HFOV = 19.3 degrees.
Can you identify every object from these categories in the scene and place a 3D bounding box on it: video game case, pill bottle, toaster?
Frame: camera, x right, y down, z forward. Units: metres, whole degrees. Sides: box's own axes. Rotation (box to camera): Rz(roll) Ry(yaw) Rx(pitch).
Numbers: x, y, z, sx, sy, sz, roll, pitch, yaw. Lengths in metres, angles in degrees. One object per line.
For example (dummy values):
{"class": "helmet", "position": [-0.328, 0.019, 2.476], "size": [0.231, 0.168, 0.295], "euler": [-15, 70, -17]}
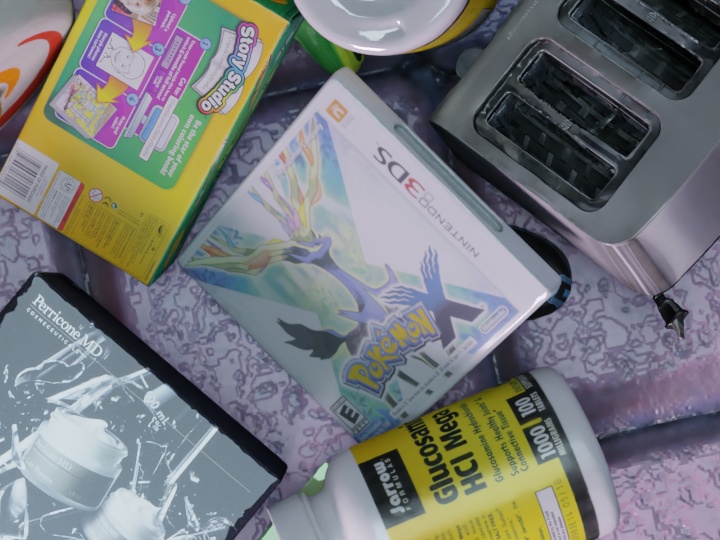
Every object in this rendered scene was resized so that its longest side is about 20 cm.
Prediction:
{"class": "video game case", "position": [0.000, 0.000, 1.299], "size": [0.182, 0.022, 0.200], "euler": [45, 132, 1]}
{"class": "pill bottle", "position": [0.049, 0.146, 1.305], "size": [0.200, 0.112, 0.113], "euler": [-23, 90, -5]}
{"class": "pill bottle", "position": [0.029, -0.186, 1.264], "size": [0.111, 0.200, 0.112], "euler": [1, 97, 11]}
{"class": "toaster", "position": [0.164, -0.098, 1.279], "size": [0.200, 0.119, 0.181], "euler": [39, 92, 25]}

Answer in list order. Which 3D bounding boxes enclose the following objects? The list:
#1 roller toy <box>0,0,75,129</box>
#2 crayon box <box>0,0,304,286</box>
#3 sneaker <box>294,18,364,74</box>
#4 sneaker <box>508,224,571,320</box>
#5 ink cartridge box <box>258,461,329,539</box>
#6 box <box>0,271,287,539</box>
{"class": "roller toy", "position": [-0.270, -0.137, 1.278], "size": [0.182, 0.200, 0.140], "euler": [-44, 86, -5]}
{"class": "crayon box", "position": [-0.131, -0.106, 1.313], "size": [0.119, 0.058, 0.200], "euler": [31, 110, 2]}
{"class": "sneaker", "position": [-0.077, -0.192, 1.346], "size": [0.200, 0.074, 0.084], "euler": [42, 117, -3]}
{"class": "sneaker", "position": [0.039, -0.021, 1.329], "size": [0.199, 0.082, 0.073], "euler": [14, 92, 2]}
{"class": "ink cartridge box", "position": [-0.035, 0.245, 1.348], "size": [0.145, 0.048, 0.200], "euler": [40, 93, 1]}
{"class": "box", "position": [-0.179, 0.131, 1.322], "size": [0.200, 0.104, 0.182], "euler": [39, 89, 0]}
